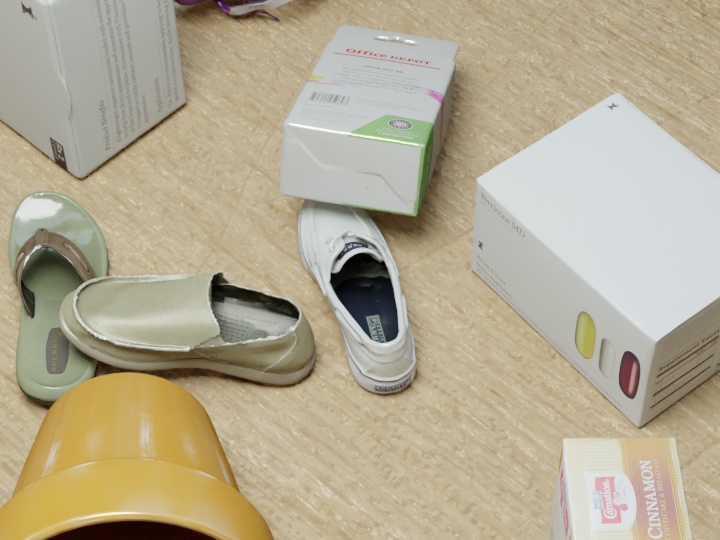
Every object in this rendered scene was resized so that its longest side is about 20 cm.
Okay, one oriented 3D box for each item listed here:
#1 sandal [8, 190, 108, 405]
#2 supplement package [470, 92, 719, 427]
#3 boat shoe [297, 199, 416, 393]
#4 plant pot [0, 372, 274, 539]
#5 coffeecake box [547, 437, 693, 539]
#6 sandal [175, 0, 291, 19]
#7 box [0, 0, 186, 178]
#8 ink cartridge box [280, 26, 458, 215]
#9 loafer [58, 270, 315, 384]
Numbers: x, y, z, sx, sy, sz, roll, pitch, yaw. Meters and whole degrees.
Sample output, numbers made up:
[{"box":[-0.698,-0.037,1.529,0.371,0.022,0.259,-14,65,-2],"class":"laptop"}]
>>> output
[{"box":[-0.237,0.012,1.261,0.079,0.058,0.202,-8,51,-6],"class":"sandal"},{"box":[0.206,-0.012,1.243,0.155,0.111,0.200,-31,56,-23],"class":"supplement package"},{"box":[0.000,0.000,1.263,0.073,0.066,0.201,-17,52,-13],"class":"boat shoe"},{"box":[-0.154,0.172,1.058,0.198,0.202,0.184,-6,36,-4],"class":"plant pot"},{"box":[0.157,0.222,0.993,0.072,0.201,0.155,-1,51,0],"class":"coffeecake box"},{"box":[-0.075,-0.258,1.483,0.201,0.082,0.050,-12,94,-11],"class":"sandal"},{"box":[-0.265,-0.224,1.363,0.199,0.200,0.131,35,58,26],"class":"box"},{"box":[0.012,-0.129,1.339,0.116,0.068,0.201,10,33,8],"class":"ink cartridge box"},{"box":[-0.128,0.033,1.217,0.198,0.069,0.076,7,49,-9],"class":"loafer"}]
